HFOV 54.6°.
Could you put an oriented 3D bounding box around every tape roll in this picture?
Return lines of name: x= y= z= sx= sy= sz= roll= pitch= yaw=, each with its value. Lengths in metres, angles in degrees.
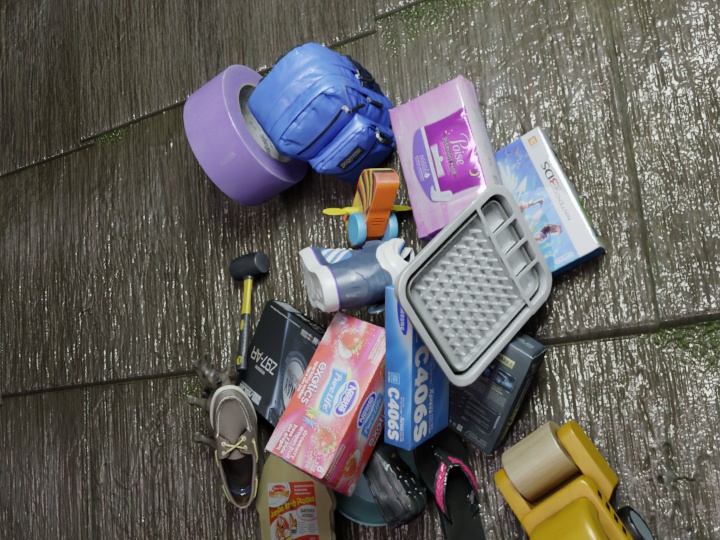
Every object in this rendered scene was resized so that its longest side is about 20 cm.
tape roll: x=-0.174 y=-0.208 z=1.084 sx=0.084 sy=0.199 sz=0.203 roll=-26 pitch=72 yaw=24

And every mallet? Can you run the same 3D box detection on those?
mallet: x=-0.177 y=0.061 z=1.121 sx=0.065 sy=0.041 sz=0.203 roll=-23 pitch=56 yaw=27

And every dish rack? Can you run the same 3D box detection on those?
dish rack: x=0.132 y=0.016 z=0.831 sx=0.200 sy=0.173 sz=0.043 roll=-44 pitch=26 yaw=-21

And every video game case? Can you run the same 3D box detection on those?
video game case: x=0.197 y=-0.062 z=0.941 sx=0.199 sy=0.045 sz=0.183 roll=-31 pitch=69 yaw=24

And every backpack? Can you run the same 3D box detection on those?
backpack: x=-0.047 y=-0.227 z=1.012 sx=0.163 sy=0.199 sz=0.169 roll=-45 pitch=65 yaw=17

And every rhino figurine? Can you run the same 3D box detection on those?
rhino figurine: x=-0.227 y=0.213 z=1.112 sx=0.086 sy=0.060 sz=0.203 roll=12 pitch=121 yaw=27

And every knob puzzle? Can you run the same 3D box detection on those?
knob puzzle: x=-0.094 y=0.353 z=1.061 sx=0.218 sy=0.030 sz=0.224 roll=-7 pitch=81 yaw=49

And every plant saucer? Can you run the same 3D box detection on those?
plant saucer: x=0.020 y=0.263 z=1.015 sx=0.197 sy=0.036 sz=0.204 roll=-4 pitch=83 yaw=29

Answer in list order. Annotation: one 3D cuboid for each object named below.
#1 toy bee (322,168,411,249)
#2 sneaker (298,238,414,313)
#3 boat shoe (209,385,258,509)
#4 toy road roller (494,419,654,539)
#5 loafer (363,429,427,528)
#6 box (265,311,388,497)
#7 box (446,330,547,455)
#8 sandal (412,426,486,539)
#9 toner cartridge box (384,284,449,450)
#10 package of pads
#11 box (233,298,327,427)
toy bee: x=0.000 y=-0.072 z=1.023 sx=0.201 sy=0.130 sz=0.109 roll=-59 pitch=37 yaw=23
sneaker: x=0.000 y=0.000 z=0.952 sx=0.144 sy=0.200 sz=0.082 roll=-15 pitch=102 yaw=-11
boat shoe: x=-0.191 y=0.273 z=1.072 sx=0.060 sy=0.071 sz=0.203 roll=-117 pitch=24 yaw=-63
toy road roller: x=0.242 y=0.287 z=0.818 sx=0.123 sy=0.145 sz=0.201 roll=-41 pitch=67 yaw=19
loafer: x=0.015 y=0.254 z=0.958 sx=0.070 sy=0.068 sz=0.202 roll=-43 pitch=63 yaw=25
box: x=-0.022 y=0.171 z=0.901 sx=0.094 sy=0.100 sz=0.202 roll=18 pitch=70 yaw=31
box: x=0.129 y=0.122 z=0.933 sx=0.199 sy=0.051 sz=0.160 roll=32 pitch=119 yaw=29
sandal: x=0.127 y=0.296 z=0.925 sx=0.074 sy=0.045 sz=0.203 roll=-15 pitch=80 yaw=-18
toner cartridge box: x=0.073 y=0.113 z=0.882 sx=0.043 sy=0.094 sz=0.203 roll=9 pitch=105 yaw=36
package of pads: x=0.118 y=-0.146 z=0.930 sx=0.119 sy=0.075 sz=0.203 roll=-21 pitch=71 yaw=27
box: x=-0.101 y=0.157 z=1.068 sx=0.199 sy=0.043 sz=0.162 roll=30 pitch=100 yaw=42
